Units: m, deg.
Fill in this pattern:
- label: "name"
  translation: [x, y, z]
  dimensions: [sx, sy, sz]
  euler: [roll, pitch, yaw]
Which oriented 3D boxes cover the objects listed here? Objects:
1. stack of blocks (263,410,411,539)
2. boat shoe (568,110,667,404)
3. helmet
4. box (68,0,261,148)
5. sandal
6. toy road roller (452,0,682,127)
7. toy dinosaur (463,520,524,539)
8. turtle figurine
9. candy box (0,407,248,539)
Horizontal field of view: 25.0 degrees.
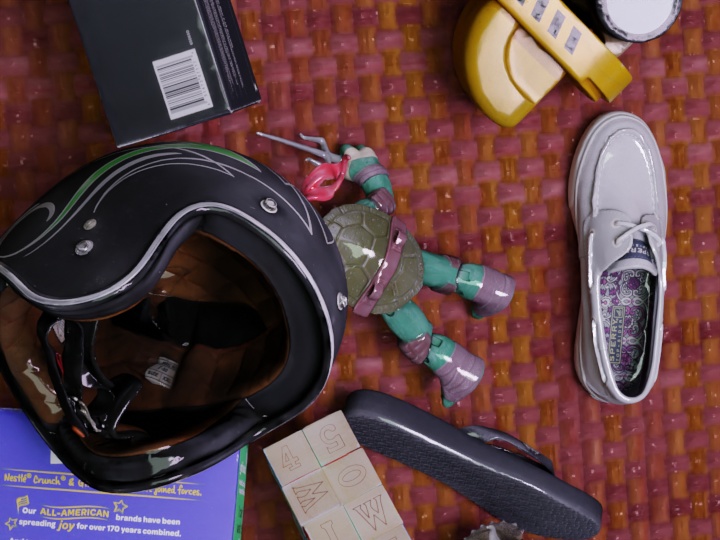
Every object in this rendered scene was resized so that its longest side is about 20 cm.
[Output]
- label: "stack of blocks"
  translation: [0.012, 0.203, 1.042]
  dimensions: [0.058, 0.115, 0.200]
  euler: [-26, 67, -8]
- label: "boat shoe"
  translation: [0.178, -0.007, 1.103]
  dimensions: [0.072, 0.069, 0.201]
  euler: [6, 93, -11]
- label: "helmet"
  translation: [-0.109, 0.017, 0.952]
  dimensions: [0.190, 0.200, 0.201]
  euler: [-30, 99, -26]
- label: "box"
  translation: [-0.132, -0.184, 0.989]
  dimensions: [0.079, 0.141, 0.201]
  euler: [-16, 97, 8]
- label: "sandal"
  translation: [0.083, 0.125, 1.097]
  dimensions: [0.200, 0.076, 0.043]
  euler: [29, 62, -12]
- label: "toy road roller"
  translation: [0.099, -0.185, 1.052]
  dimensions: [0.200, 0.123, 0.146]
  euler: [42, 97, -11]
- label: "toy dinosaur"
  translation: [0.096, 0.240, 1.110]
  dimensions: [0.102, 0.077, 0.201]
  euler: [11, 123, -13]
- label: "turtle figurine"
  translation: [0.000, 0.000, 1.059]
  dimensions: [0.200, 0.101, 0.150]
  euler: [30, 88, -17]
- label: "candy box"
  translation: [-0.162, 0.192, 1.019]
  dimensions: [0.168, 0.077, 0.201]
  euler: [5, 81, -2]
